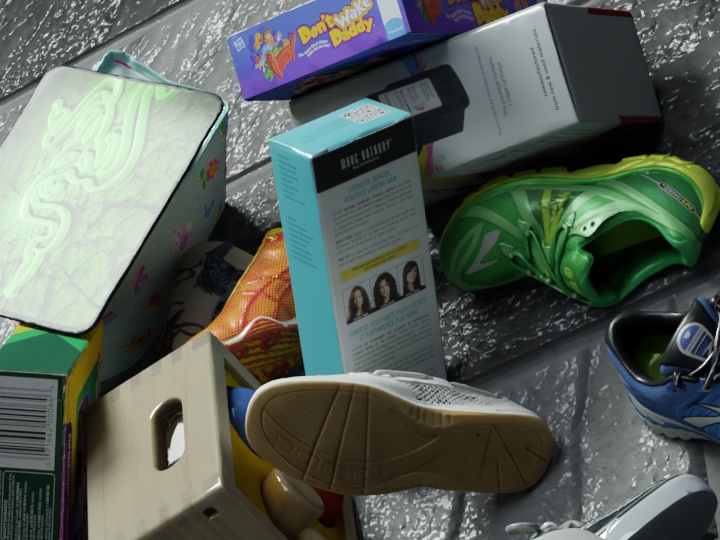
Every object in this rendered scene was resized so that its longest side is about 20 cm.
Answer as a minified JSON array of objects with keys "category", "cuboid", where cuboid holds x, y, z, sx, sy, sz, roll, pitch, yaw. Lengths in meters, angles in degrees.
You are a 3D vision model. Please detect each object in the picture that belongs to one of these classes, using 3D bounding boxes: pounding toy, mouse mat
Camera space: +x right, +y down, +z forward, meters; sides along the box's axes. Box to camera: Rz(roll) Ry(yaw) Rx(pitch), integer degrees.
[{"category":"pounding toy","cuboid":[-0.057,0.166,1.633,0.142,0.184,0.200,-32,32,15]},{"category":"mouse mat","cuboid":[-0.195,-0.051,1.779,0.160,0.008,0.201,12,61,33]}]

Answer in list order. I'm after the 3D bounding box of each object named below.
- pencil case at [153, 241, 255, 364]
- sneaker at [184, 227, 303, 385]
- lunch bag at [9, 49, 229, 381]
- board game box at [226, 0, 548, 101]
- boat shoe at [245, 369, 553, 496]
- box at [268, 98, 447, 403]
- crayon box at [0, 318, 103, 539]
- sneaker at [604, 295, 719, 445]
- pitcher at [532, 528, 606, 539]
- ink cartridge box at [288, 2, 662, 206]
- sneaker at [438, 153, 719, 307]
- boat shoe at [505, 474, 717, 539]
[{"category":"pencil case","cuboid":[-0.110,0.075,1.815,0.077,0.090,0.201,18,56,-2]},{"category":"sneaker","cuboid":[-0.056,0.018,1.781,0.077,0.073,0.200,40,53,20]},{"category":"lunch bag","cuboid":[-0.181,-0.025,1.881,0.121,0.171,0.201,25,67,9]},{"category":"board game box","cuboid":[0.024,-0.155,1.761,0.134,0.200,0.045,-19,84,31]},{"category":"boat shoe","cuboid":[0.016,0.095,1.628,0.069,0.199,0.071,-130,53,-61]},{"category":"box","cuboid":[0.000,0.000,1.685,0.082,0.201,0.049,-24,29,-31]},{"category":"crayon box","cuboid":[-0.207,0.142,1.712,0.058,0.201,0.173,4,11,0]},{"category":"sneaker","cuboid":[0.217,0.067,1.536,0.199,0.089,0.079,13,66,46]},{"category":"pitcher","cuboid":[0.157,0.229,1.414,0.171,0.121,0.200,-29,64,-4]},{"category":"ink cartridge box","cuboid":[0.076,-0.104,1.753,0.199,0.146,0.083,-19,84,28]},{"category":"sneaker","cuboid":[0.132,-0.019,1.696,0.199,0.074,0.084,-14,44,31]},{"category":"boat shoe","cuboid":[0.117,0.177,1.539,0.199,0.073,0.068,-46,53,13]}]
